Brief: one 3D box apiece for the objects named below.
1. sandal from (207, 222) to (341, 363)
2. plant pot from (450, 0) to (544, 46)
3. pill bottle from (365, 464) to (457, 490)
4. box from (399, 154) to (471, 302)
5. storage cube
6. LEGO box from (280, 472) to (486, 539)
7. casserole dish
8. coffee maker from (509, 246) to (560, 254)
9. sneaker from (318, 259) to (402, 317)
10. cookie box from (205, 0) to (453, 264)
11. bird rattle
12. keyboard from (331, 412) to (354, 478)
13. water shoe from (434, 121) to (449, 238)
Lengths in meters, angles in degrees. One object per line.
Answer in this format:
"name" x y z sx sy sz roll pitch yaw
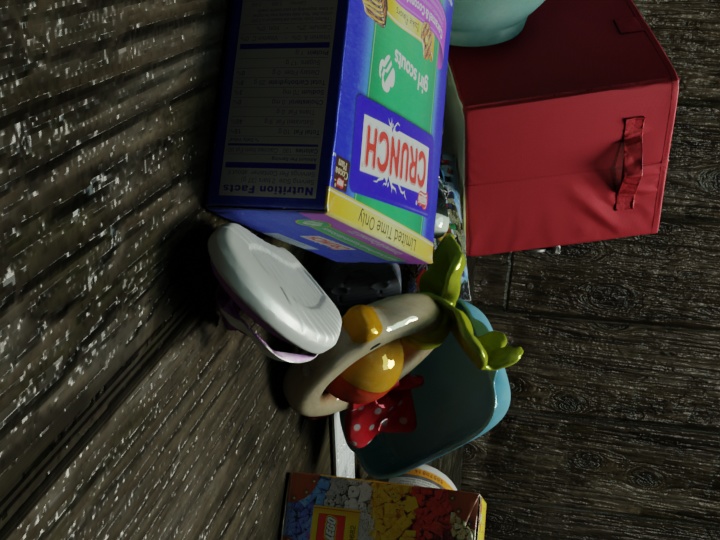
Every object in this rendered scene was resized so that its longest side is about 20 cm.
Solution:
"sandal" -0.050 0.023 0.568 0.050 0.082 0.203 -42 172 3
"plant pot" 0.090 -0.272 0.843 0.200 0.200 0.134 -73 170 -50
"pill bottle" 0.040 0.307 1.056 0.200 0.116 0.117 -71 163 -54
"box" 0.052 -0.005 0.947 0.200 0.038 0.137 119 -30 -67
"storage cube" 0.168 -0.138 0.920 0.200 0.179 0.171 -97 180 -47
"LEGO box" 0.027 0.220 0.842 0.200 0.149 0.077 62 34 -73
"casserole dish" 0.055 0.100 0.848 0.039 0.200 0.121 4 62 -40
"coffee maker" 0.128 -0.129 1.136 0.135 0.192 0.200 -146 -120 -67
"sneaker" 0.000 0.000 0.852 0.200 0.070 0.082 84 1 -70
"cookie box" -0.007 -0.114 0.597 0.171 0.075 0.200 21 74 -66
"bird rattle" 0.009 0.060 0.750 0.163 0.200 0.113 -2 62 -48
"keyboard" -0.017 0.160 0.965 0.056 0.011 0.200 -70 162 -56
"water shoe" 0.032 -0.097 0.812 0.079 0.071 0.200 -64 -157 21
